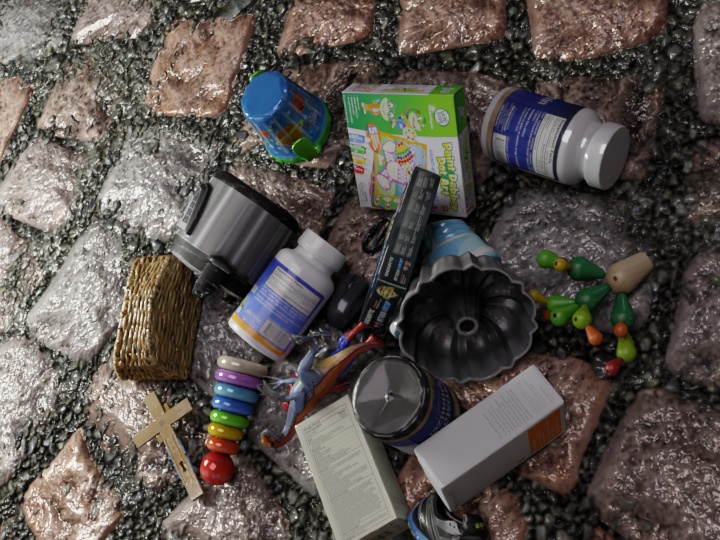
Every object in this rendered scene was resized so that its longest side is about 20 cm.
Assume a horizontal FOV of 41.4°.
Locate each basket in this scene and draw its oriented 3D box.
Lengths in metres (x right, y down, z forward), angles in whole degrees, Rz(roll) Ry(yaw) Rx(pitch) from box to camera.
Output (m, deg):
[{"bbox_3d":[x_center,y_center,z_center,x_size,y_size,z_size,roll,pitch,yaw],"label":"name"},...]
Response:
[{"bbox_3d":[-0.374,0.080,1.633,0.147,0.143,0.203,-2,69,26],"label":"basket"}]

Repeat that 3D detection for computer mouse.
[{"bbox_3d":[0.000,0.000,1.536,0.058,0.034,0.202,18,79,33],"label":"computer mouse"}]

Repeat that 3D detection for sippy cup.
[{"bbox_3d":[-0.138,-0.275,1.662,0.176,0.130,0.141,16,77,32],"label":"sippy cup"}]

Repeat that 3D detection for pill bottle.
[{"bbox_3d":[-0.113,0.036,1.533,0.112,0.112,0.201,35,88,33],"label":"pill bottle"},{"bbox_3d":[0.288,-0.194,1.415,0.199,0.116,0.117,24,82,32],"label":"pill bottle"},{"bbox_3d":[0.076,0.196,1.316,0.111,0.200,0.113,-10,66,24],"label":"pill bottle"}]

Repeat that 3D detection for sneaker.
[{"bbox_3d":[0.146,0.375,1.284,0.199,0.071,0.083,41,97,36],"label":"sneaker"},{"bbox_3d":[0.107,0.005,1.455,0.199,0.080,0.131,-38,54,6],"label":"sneaker"}]

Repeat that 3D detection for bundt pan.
[{"bbox_3d":[0.148,0.058,1.353,0.200,0.203,0.076,-27,30,15],"label":"bundt pan"}]

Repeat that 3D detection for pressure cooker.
[{"bbox_3d":[-0.219,-0.042,1.583,0.178,0.176,0.201,32,87,31],"label":"pressure cooker"}]

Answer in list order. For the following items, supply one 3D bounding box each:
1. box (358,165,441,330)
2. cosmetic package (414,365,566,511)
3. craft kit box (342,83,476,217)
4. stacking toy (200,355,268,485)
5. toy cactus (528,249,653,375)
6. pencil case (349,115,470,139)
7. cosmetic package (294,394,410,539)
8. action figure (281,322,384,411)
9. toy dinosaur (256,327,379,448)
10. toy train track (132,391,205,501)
[{"bbox_3d":[0.058,-0.031,1.426,0.045,0.159,0.202,19,64,-2],"label":"box"},{"bbox_3d":[0.177,0.227,1.283,0.199,0.102,0.071,-34,57,-6],"label":"cosmetic package"},{"bbox_3d":[0.077,-0.188,1.489,0.195,0.202,0.049,6,31,28],"label":"craft kit box"},{"bbox_3d":[-0.213,0.243,1.528,0.084,0.085,0.203,10,81,30],"label":"stacking toy"},{"bbox_3d":[0.336,0.038,1.325,0.164,0.103,0.200,-32,54,-9],"label":"toy cactus"},{"bbox_3d":[0.079,-0.220,1.550,0.198,0.090,0.084,8,86,31],"label":"pencil case"},{"bbox_3d":[-0.010,0.299,1.396,0.103,0.073,0.202,-31,59,14],"label":"cosmetic package"},{"bbox_3d":[-0.050,0.158,1.489,0.199,0.052,0.066,-39,52,14],"label":"action figure"},{"bbox_3d":[-0.084,0.186,1.427,0.198,0.105,0.184,9,101,21],"label":"toy dinosaur"},{"bbox_3d":[-0.305,0.291,1.582,0.114,0.033,0.201,-34,64,3],"label":"toy train track"}]
